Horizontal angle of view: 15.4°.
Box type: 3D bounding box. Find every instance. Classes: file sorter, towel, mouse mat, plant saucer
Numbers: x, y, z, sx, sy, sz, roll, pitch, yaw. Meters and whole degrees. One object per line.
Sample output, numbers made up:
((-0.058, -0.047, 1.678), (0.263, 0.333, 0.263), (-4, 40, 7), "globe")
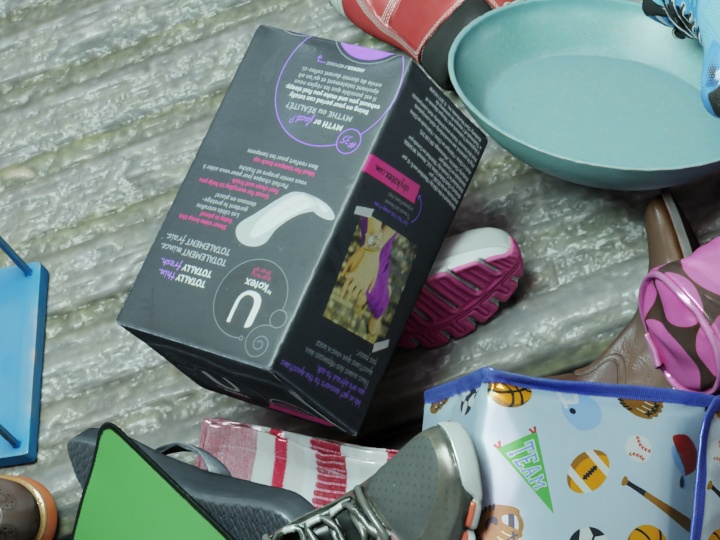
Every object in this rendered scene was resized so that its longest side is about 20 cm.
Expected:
((-0.318, 0.048, 1.698), (0.199, 0.123, 0.139), (-9, 59, 17), "file sorter")
((-0.016, 0.171, 1.547), (0.199, 0.023, 0.145), (9, 89, 25), "towel")
((-0.126, 0.206, 1.521), (0.161, 0.008, 0.200), (39, 122, 41), "mouse mat")
((0.150, -0.102, 1.606), (0.199, 0.036, 0.200), (4, 36, -3), "plant saucer")

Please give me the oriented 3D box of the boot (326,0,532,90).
((0.088, -0.214, 1.718), (0.144, 0.072, 0.200), (38, 89, 32), "boot")

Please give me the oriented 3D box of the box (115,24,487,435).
((-0.031, -0.024, 1.545), (0.122, 0.106, 0.200), (16, 74, 36), "box")

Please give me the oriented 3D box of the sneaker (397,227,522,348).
((0.000, 0.000, 1.626), (0.199, 0.081, 0.088), (-14, 60, 13), "sneaker")

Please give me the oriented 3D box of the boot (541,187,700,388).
((0.115, 0.057, 1.565), (0.199, 0.064, 0.187), (-18, 59, 16), "boot")

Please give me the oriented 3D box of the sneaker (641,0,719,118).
((0.216, -0.151, 1.612), (0.090, 0.079, 0.200), (-12, 35, 18), "sneaker")

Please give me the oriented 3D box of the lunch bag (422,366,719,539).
((0.138, 0.147, 1.432), (0.199, 0.124, 0.171), (9, 79, -18), "lunch bag")

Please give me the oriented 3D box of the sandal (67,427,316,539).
((-0.089, 0.136, 1.541), (0.200, 0.076, 0.043), (16, 39, 37), "sandal")

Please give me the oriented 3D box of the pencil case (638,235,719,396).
((0.242, -0.002, 1.489), (0.200, 0.094, 0.091), (-28, 96, -26), "pencil case")

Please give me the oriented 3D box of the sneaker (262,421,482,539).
((-0.011, 0.155, 1.389), (0.200, 0.082, 0.077), (-55, 37, 27), "sneaker")

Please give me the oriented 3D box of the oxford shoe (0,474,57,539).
((-0.292, 0.154, 1.651), (0.199, 0.073, 0.071), (-9, 81, 17), "oxford shoe")
